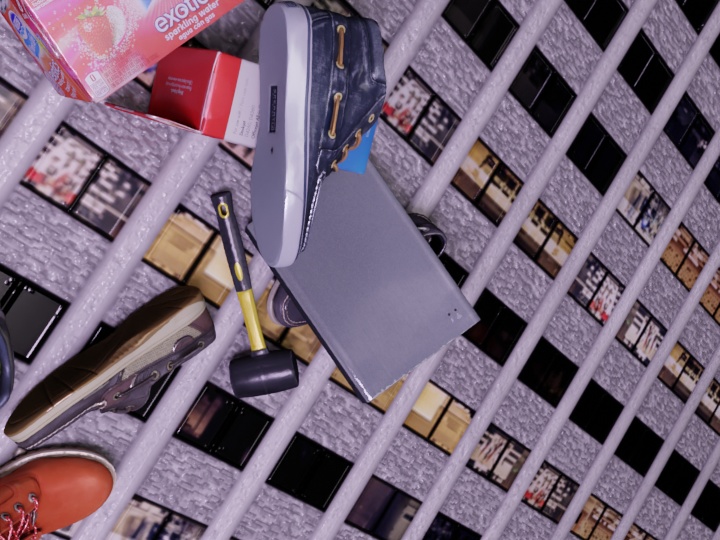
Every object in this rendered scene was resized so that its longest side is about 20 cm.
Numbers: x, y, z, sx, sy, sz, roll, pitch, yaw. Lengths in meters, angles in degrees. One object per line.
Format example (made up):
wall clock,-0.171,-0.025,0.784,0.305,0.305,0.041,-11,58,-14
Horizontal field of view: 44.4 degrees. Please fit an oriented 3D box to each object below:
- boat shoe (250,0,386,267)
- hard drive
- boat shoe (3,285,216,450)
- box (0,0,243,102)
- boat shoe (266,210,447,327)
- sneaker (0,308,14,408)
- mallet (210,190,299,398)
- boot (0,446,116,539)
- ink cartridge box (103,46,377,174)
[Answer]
boat shoe,-0.029,-0.101,0.683,0.091,0.071,0.200,-2,103,-30
hard drive,0.002,0.005,0.842,0.140,0.033,0.200,-34,88,-18
boat shoe,-0.206,0.093,0.760,0.200,0.073,0.065,-38,116,-21
box,-0.167,-0.225,0.682,0.200,0.100,0.096,-41,122,-18
boat shoe,0.000,0.000,0.881,0.200,0.063,0.073,-29,120,-23
sneaker,-0.304,0.022,0.668,0.074,0.081,0.200,-25,116,-27
mallet,-0.117,0.028,0.828,0.066,0.041,0.200,-19,104,2
boot,-0.286,0.207,0.717,0.200,0.107,0.075,-12,108,-33
ink cartridge box,-0.098,-0.139,0.743,0.200,0.116,0.067,10,98,-36
